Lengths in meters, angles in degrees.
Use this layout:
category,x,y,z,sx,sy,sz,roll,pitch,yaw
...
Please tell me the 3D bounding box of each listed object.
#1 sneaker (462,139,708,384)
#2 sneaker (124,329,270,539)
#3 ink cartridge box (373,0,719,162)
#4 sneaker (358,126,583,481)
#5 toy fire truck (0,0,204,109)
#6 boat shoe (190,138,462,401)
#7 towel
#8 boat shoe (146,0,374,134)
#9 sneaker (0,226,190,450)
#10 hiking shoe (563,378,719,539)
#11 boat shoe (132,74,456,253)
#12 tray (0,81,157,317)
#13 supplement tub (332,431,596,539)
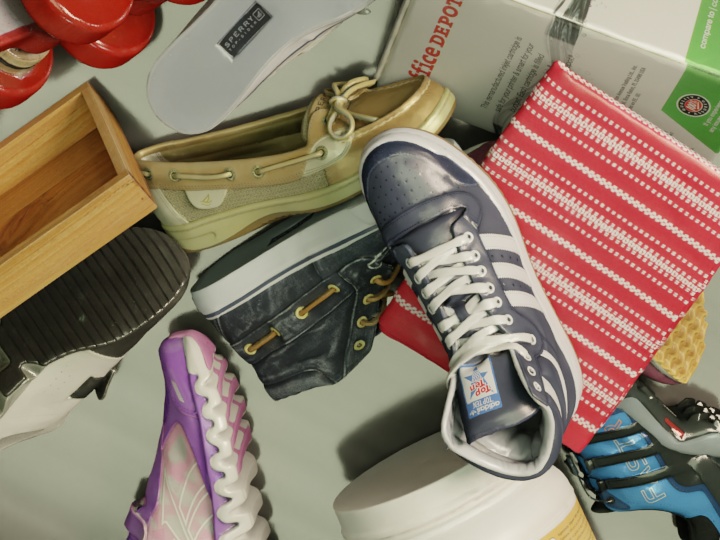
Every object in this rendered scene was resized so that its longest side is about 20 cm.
category,x,y,z,sx,sy,sz,roll,pitch,yaw
sneaker,0.124,-0.004,1.532,0.200,0.090,0.075,47,54,-23
sneaker,-0.104,0.138,1.548,0.088,0.081,0.202,-9,99,9
ink cartridge box,0.121,-0.134,1.463,0.199,0.147,0.084,20,64,-3
sneaker,0.057,0.022,1.403,0.070,0.109,0.201,-25,108,23
toy fire truck,-0.178,-0.197,1.443,0.112,0.199,0.169,-31,87,46
boat shoe,0.000,0.000,1.511,0.200,0.071,0.091,-29,105,31
towel,0.115,-0.004,1.453,0.144,0.023,0.201,32,117,-4
boat shoe,-0.037,-0.160,1.494,0.075,0.086,0.202,44,113,-5
sneaker,-0.183,0.048,1.534,0.199,0.089,0.074,-33,66,1
hiking shoe,0.146,0.102,1.540,0.199,0.074,0.087,26,97,-4
boat shoe,-0.040,-0.073,1.490,0.200,0.073,0.063,-20,114,29
tray,-0.220,-0.017,1.511,0.199,0.099,0.037,-34,132,5
supplement tub,0.080,0.201,1.520,0.144,0.145,0.201,-25,97,4
